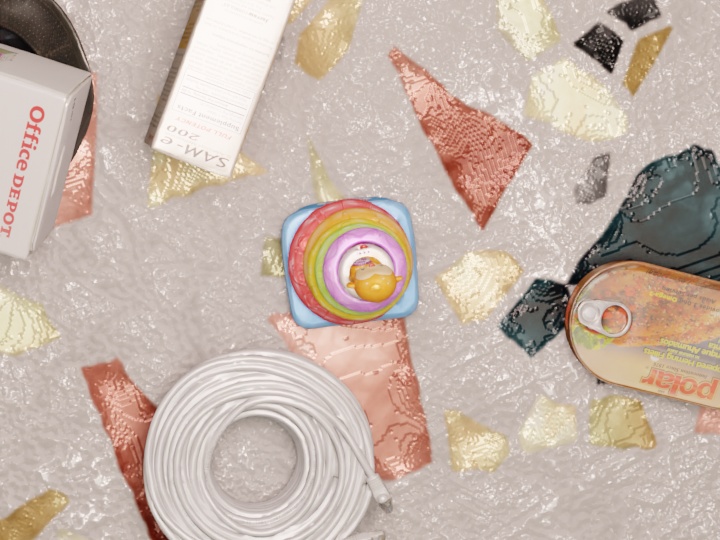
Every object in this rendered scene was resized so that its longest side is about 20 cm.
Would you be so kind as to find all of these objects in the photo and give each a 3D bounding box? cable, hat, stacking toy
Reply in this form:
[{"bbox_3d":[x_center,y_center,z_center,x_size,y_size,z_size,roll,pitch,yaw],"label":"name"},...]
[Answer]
[{"bbox_3d":[-0.088,0.164,1.786,0.200,0.069,0.200,-18,96,-4],"label":"cable"},{"bbox_3d":[-0.304,-0.153,1.723,0.201,0.081,0.201,2,107,8],"label":"hat"},{"bbox_3d":[0.000,0.000,1.713,0.116,0.200,0.110,-7,96,-5],"label":"stacking toy"}]

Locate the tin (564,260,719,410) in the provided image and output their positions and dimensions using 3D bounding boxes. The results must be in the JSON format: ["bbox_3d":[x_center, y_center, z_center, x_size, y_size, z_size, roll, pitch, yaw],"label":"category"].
[{"bbox_3d":[0.277,0.057,1.835,0.200,0.042,0.112,15,90,-8],"label":"tin"}]

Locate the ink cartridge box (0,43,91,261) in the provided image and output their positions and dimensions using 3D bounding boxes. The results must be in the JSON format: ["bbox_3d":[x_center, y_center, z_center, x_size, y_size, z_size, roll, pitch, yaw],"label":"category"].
[{"bbox_3d":[-0.329,-0.111,1.651,0.200,0.085,0.145,18,109,3],"label":"ink cartridge box"}]

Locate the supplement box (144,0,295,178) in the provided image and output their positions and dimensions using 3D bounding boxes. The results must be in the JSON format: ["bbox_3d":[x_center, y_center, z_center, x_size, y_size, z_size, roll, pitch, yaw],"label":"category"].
[{"bbox_3d":[-0.111,-0.183,1.721,0.074,0.126,0.200,20,93,-10],"label":"supplement box"}]
